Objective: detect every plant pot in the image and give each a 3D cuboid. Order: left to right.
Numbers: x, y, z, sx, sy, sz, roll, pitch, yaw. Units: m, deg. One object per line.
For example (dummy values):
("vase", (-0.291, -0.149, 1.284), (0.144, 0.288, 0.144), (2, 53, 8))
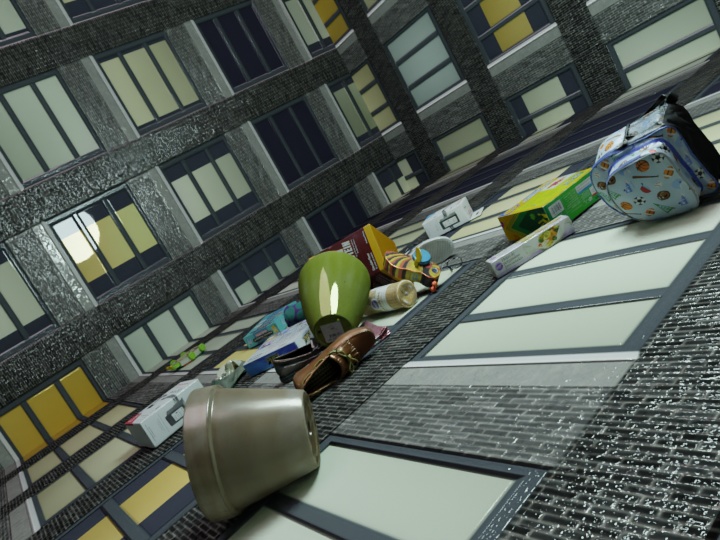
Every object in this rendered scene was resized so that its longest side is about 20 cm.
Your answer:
("plant pot", (-0.156, 0.263, 0.926), (0.170, 0.204, 0.200), (-13, 9, 0))
("plant pot", (-0.062, 0.086, 1.430), (0.185, 0.188, 0.201), (-28, 28, 13))

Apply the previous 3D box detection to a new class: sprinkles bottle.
("sprinkles bottle", (0.060, 0.073, 1.534), (0.068, 0.069, 0.199), (-36, 10, -35))

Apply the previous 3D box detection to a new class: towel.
("towel", (-0.037, 0.183, 1.381), (0.198, 0.023, 0.144), (-34, 13, -18))

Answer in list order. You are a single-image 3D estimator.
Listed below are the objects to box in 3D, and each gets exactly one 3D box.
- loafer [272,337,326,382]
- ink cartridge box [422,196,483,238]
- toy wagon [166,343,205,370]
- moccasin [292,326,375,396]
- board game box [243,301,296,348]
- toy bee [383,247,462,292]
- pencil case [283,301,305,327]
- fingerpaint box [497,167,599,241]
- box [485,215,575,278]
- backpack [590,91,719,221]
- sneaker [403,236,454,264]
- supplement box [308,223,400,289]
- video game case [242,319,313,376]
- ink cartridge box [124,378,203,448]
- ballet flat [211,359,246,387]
("loafer", (-0.122, 0.198, 1.469), (0.198, 0.064, 0.072), (-32, 11, -6))
("ink cartridge box", (0.323, -0.190, 2.092), (0.198, 0.069, 0.116), (-27, 10, 23))
("toy wagon", (-0.774, 0.390, 2.648), (0.154, 0.040, 0.200), (-25, 12, 35))
("moccasin", (-0.050, 0.190, 1.252), (0.199, 0.075, 0.078), (-30, 20, -16))
("board game box", (-0.316, 0.195, 2.174), (0.149, 0.047, 0.200), (-27, 10, 22))
("toy bee", (0.155, -0.001, 1.488), (0.196, 0.132, 0.110), (-11, 40, 10))
("pencil case", (-0.156, 0.121, 1.926), (0.198, 0.085, 0.093), (-25, 26, 32))
("fingerpaint box", (0.459, -0.156, 1.444), (0.199, 0.074, 0.166), (-34, 11, -24))
("box", (0.367, -0.052, 1.298), (0.198, 0.039, 0.041), (-31, 8, 0))
("backpack", (0.519, -0.178, 1.080), (0.155, 0.200, 0.190), (-50, 15, -29))
("sneaker", (0.183, -0.047, 1.746), (0.198, 0.079, 0.080), (-29, 14, 23))
("supplement box", (0.000, 0.000, 1.664), (0.198, 0.135, 0.197), (-28, -22, 16))
("video game case", (-0.221, 0.217, 1.749), (0.198, 0.046, 0.181), (-26, 11, 26))
("ink cartridge box", (-0.535, 0.397, 1.681), (0.199, 0.084, 0.144), (-38, 12, -38))
("ballet flat", (-0.381, 0.298, 1.777), (0.067, 0.064, 0.200), (-27, 9, 16))
